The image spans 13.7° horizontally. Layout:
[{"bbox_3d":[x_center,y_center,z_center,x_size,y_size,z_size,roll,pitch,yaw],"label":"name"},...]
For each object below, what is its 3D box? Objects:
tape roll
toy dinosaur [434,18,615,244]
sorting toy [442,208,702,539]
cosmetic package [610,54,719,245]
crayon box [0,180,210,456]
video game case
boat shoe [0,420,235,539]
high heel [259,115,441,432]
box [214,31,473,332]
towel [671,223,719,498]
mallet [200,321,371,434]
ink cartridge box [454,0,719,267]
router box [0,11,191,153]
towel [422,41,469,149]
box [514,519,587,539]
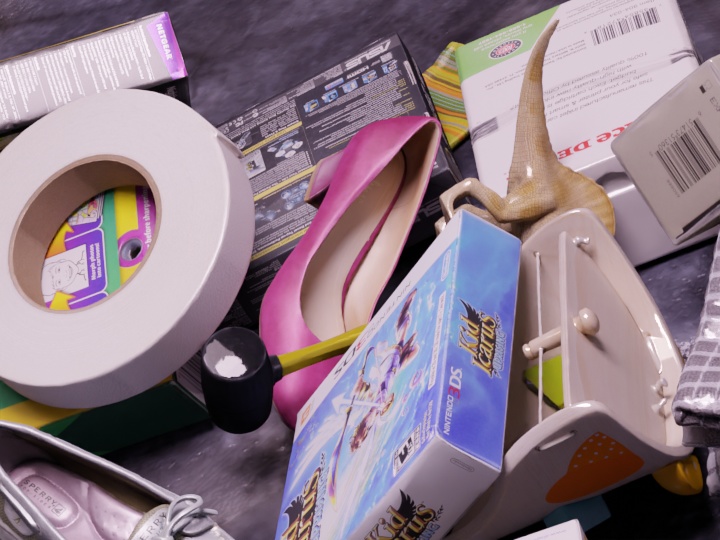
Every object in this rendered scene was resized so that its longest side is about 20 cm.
[{"bbox_3d":[-0.157,-0.015,1.814,0.203,0.037,0.203,-14,58,23],"label":"tape roll"},{"bbox_3d":[0.095,-0.035,1.718,0.101,0.200,0.058,-15,1,-9],"label":"toy dinosaur"},{"bbox_3d":[0.082,0.093,1.612,0.180,0.107,0.200,-34,24,21],"label":"sorting toy"},{"bbox_3d":[0.247,-0.094,1.686,0.200,0.071,0.105,-25,-11,-38],"label":"cosmetic package"},{"bbox_3d":[-0.187,0.022,1.871,0.172,0.058,0.200,-20,56,19],"label":"crayon box"},{"bbox_3d":[0.016,0.091,1.612,0.181,0.045,0.200,-53,16,33],"label":"video game case"},{"bbox_3d":[-0.131,0.140,1.612,0.202,0.065,0.074,27,59,37],"label":"boat shoe"},{"bbox_3d":[0.000,0.000,1.783,0.096,0.067,0.200,-25,39,45],"label":"high heel"},{"bbox_3d":[-0.039,-0.054,1.931,0.200,0.049,0.161,-27,37,6],"label":"box"},{"bbox_3d":[0.262,0.025,1.524,0.200,0.086,0.166,-2,61,30],"label":"towel"},{"bbox_3d":[0.001,0.044,1.740,0.200,0.066,0.041,-15,58,-18],"label":"mallet"},{"bbox_3d":[0.146,-0.085,1.831,0.145,0.084,0.200,-22,31,9],"label":"ink cartridge box"},{"bbox_3d":[-0.186,-0.095,1.969,0.149,0.051,0.200,-17,-14,-6],"label":"router box"},{"bbox_3d":[0.021,-0.082,1.986,0.200,0.018,0.086,-41,33,-22],"label":"towel"},{"bbox_3d":[0.036,0.218,1.437,0.200,0.113,0.101,-19,32,10],"label":"box"}]
